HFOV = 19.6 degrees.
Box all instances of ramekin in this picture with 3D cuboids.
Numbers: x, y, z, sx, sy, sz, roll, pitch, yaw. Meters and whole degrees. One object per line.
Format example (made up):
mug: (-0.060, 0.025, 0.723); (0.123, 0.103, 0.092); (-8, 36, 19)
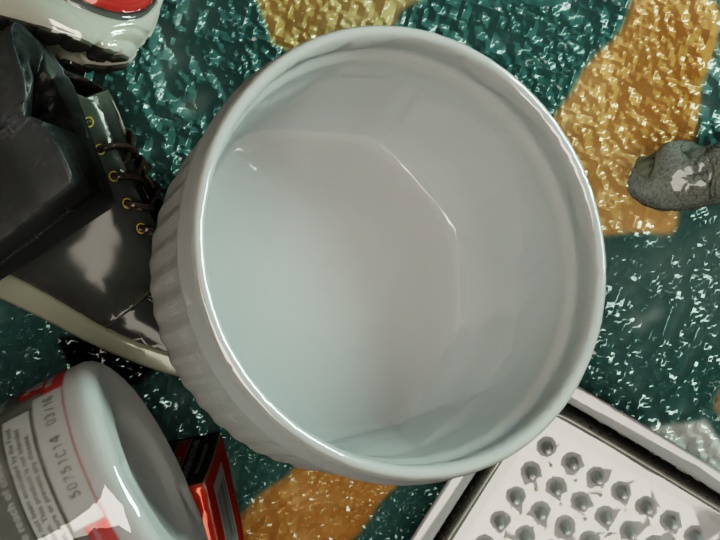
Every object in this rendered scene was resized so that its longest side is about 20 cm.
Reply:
ramekin: (0.000, 0.000, 0.939); (0.200, 0.105, 0.200); (5, 78, -24)

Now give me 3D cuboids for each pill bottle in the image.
pill bottle: (-0.175, 0.131, 0.891); (0.200, 0.114, 0.114); (-27, 98, 5)

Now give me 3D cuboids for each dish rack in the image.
dish rack: (0.101, 0.165, 1.030); (0.172, 0.044, 0.200); (31, 99, -4)

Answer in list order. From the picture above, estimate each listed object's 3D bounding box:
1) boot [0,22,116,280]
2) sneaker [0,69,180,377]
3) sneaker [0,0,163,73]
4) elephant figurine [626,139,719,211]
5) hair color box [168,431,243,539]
boot: (-0.224, -0.050, 0.950); (0.200, 0.066, 0.165); (-34, 81, 23)
sneaker: (-0.106, -0.022, 0.983); (0.200, 0.075, 0.106); (22, 103, -2)
sneaker: (-0.185, -0.159, 0.975); (0.200, 0.077, 0.085); (22, 77, -1)
elephant figurine: (0.257, -0.024, 0.968); (0.200, 0.155, 0.141); (-36, 141, 17)
hair color box: (-0.162, 0.134, 0.999); (0.200, 0.102, 0.061); (-11, 99, 2)
